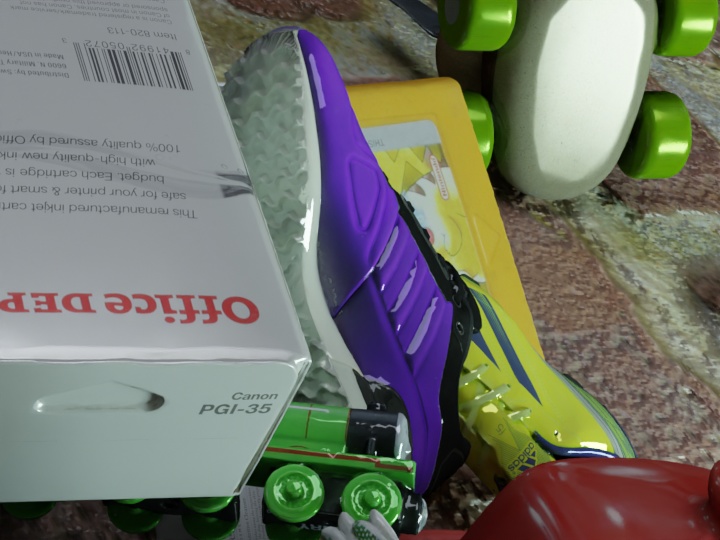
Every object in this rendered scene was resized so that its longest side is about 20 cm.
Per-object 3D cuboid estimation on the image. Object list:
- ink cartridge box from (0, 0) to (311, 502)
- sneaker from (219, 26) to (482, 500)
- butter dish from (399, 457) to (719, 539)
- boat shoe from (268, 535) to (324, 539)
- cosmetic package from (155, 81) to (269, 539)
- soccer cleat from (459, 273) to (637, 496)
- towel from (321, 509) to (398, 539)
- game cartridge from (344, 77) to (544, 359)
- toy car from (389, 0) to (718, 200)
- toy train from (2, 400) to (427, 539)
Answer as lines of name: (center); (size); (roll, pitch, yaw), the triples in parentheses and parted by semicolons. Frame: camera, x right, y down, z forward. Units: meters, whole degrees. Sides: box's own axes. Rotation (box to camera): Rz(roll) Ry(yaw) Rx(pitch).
ink cartridge box: (-0.119, -0.019, 0.714); (0.145, 0.083, 0.201); (2, 48, -27)
sneaker: (0.000, 0.000, 0.822); (0.099, 0.069, 0.202); (-9, 88, -41)
butter dish: (0.131, 0.139, 0.804); (0.199, 0.149, 0.200); (9, 34, -26)
boat shoe: (-0.056, 0.146, 0.728); (0.199, 0.072, 0.068); (-7, 38, -46)
cosmetic package: (-0.055, 0.023, 0.846); (0.082, 0.051, 0.202); (1, 74, -39)
soccer cleat: (0.057, 0.061, 0.906); (0.200, 0.065, 0.084); (36, 25, -30)
towel: (0.040, 0.181, 0.642); (0.031, 0.201, 0.149); (-29, 53, -16)
game cartridge: (-0.003, -0.002, 0.952); (0.199, 0.032, 0.178); (-10, 80, -46)
toy car: (0.099, -0.149, 1.260); (0.163, 0.159, 0.200); (-1, 26, -21)
toy train: (-0.072, 0.068, 0.747); (0.198, 0.042, 0.057); (6, 60, 2)
